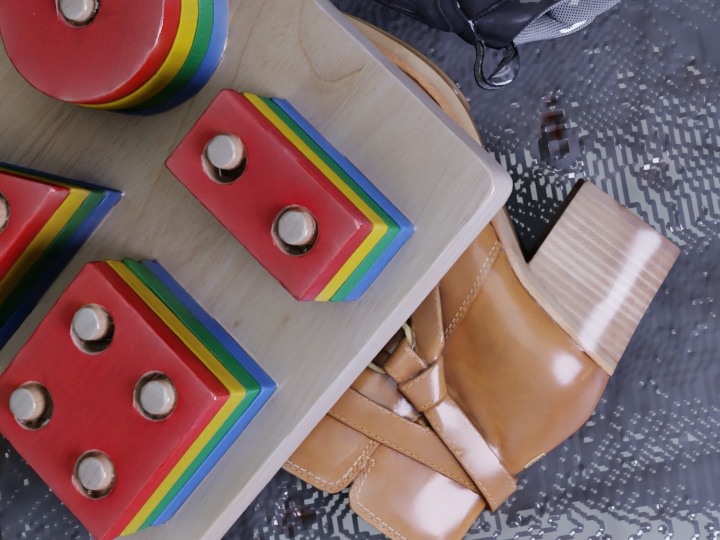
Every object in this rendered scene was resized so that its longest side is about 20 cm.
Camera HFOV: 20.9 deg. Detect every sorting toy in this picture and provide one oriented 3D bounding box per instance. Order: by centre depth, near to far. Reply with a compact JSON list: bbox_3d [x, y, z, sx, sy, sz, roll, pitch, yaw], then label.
[{"bbox_3d":[-0.086,-0.023,0.698,0.199,0.070,0.200,45,107,18],"label":"sorting toy"}]

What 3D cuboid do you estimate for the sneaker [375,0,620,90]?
[{"bbox_3d":[0.071,-0.157,0.731,0.114,0.075,0.200,41,70,-3],"label":"sneaker"}]

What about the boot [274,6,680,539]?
[{"bbox_3d":[0.000,0.000,0.728,0.200,0.074,0.155,37,94,12],"label":"boot"}]
